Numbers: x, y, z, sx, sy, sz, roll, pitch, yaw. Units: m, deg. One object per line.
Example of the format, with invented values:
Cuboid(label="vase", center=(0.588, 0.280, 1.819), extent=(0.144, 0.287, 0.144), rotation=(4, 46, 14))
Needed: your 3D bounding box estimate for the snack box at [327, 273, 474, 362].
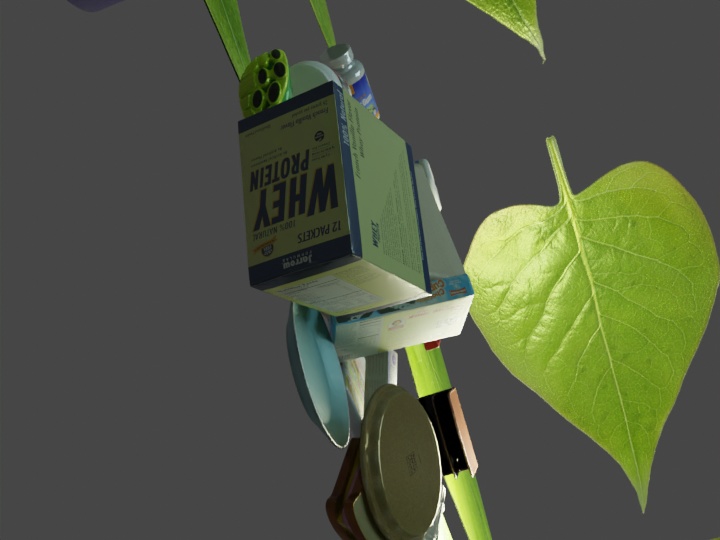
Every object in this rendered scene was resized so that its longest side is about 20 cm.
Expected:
Cuboid(label="snack box", center=(0.053, 0.068, 1.085), extent=(0.117, 0.195, 0.038), rotation=(98, -22, -58))

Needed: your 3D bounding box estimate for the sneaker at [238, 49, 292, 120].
Cuboid(label="sneaker", center=(-0.113, -0.192, 1.042), extent=(0.084, 0.072, 0.205), rotation=(31, 52, -74))

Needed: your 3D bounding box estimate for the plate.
Cuboid(label="plate", center=(-0.056, 0.119, 0.958), extent=(0.200, 0.025, 0.205), rotation=(-18, 91, -82))

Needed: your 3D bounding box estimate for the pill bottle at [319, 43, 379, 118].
Cuboid(label="pill bottle", center=(-0.031, -0.450, 1.948), extent=(0.113, 0.110, 0.202), rotation=(-97, 166, -52))

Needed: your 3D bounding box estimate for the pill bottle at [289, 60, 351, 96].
Cuboid(label="pill bottle", center=(-0.078, -0.284, 1.298), extent=(0.200, 0.111, 0.116), rotation=(-59, 132, -79))

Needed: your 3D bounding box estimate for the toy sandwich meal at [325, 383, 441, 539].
Cuboid(label="toy sandwich meal", center=(0.031, 0.238, 0.933), extent=(0.204, 0.069, 0.210), rotation=(34, 49, -51))

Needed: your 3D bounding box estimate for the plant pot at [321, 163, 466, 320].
Cuboid(label="plant pot", center=(0.008, -0.030, 1.124), extent=(0.176, 0.197, 0.204), rotation=(0, 66, -64))

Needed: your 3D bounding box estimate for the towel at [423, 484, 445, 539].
Cuboid(label="towel", center=(0.055, 0.317, 1.049), extent=(0.201, 0.034, 0.135), rotation=(51, 43, -43))

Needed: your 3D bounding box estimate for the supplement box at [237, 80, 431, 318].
Cuboid(label="supplement box", center=(-0.027, -0.070, 0.915), extent=(0.199, 0.132, 0.205), rotation=(24, 54, -58))

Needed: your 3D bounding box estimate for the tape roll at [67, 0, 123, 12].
Cuboid(label="tape roll", center=(-0.207, -0.310, 0.591), extent=(0.200, 0.083, 0.204), rotation=(-18, 91, -82))

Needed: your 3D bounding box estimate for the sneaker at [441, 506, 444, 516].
Cuboid(label="sneaker", center=(0.079, 0.356, 1.167), extent=(0.200, 0.086, 0.077), rotation=(-21, 94, -81))

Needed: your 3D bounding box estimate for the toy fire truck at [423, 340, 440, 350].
Cuboid(label="toy fire truck", center=(0.077, 0.093, 1.498), extent=(0.201, 0.138, 0.050), rotation=(-89, 159, -64))

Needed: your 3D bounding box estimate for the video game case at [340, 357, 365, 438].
Cuboid(label="video game case", center=(-0.001, 0.192, 1.194), extent=(0.183, 0.022, 0.203), rotation=(-94, 166, -57))

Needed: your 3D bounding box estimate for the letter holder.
Cuboid(label="letter holder", center=(0.205, 0.401, 1.899), extent=(0.142, 0.098, 0.205), rotation=(11, 62, -78))

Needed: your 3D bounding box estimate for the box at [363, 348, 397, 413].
Cuboid(label="box", center=(0.027, 0.211, 1.109), extent=(0.039, 0.041, 0.204), rotation=(46, 40, -57))

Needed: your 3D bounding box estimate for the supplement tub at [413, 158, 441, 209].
Cuboid(label="supplement tub", center=(0.083, -0.173, 1.864), extent=(0.132, 0.196, 0.135), rotation=(-18, 90, -81))
